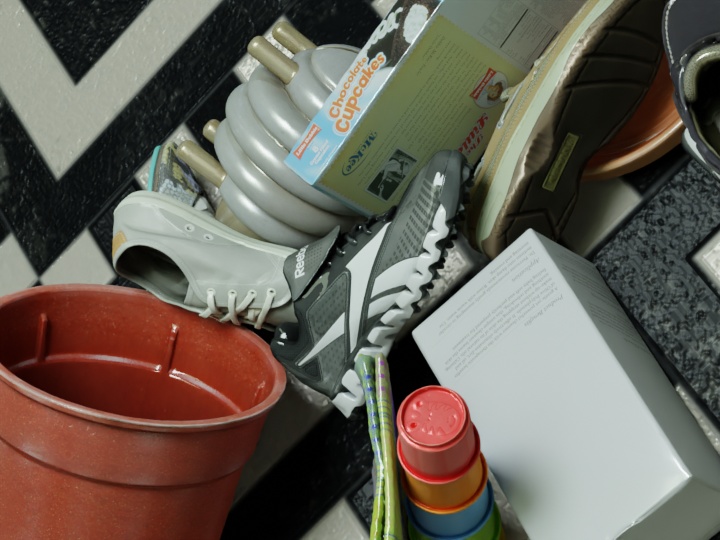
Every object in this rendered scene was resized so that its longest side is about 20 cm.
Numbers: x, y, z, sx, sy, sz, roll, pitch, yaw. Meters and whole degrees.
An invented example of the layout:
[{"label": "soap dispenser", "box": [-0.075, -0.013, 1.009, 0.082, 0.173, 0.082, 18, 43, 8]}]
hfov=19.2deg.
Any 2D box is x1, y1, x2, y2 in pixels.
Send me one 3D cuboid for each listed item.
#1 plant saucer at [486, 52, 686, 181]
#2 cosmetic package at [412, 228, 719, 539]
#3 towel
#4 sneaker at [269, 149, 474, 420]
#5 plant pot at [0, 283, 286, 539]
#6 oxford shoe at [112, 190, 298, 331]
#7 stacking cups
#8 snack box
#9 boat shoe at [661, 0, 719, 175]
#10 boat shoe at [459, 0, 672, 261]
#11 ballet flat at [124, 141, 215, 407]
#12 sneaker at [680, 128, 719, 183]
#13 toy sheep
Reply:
[{"label": "plant saucer", "box": [0.157, -0.152, 1.370, 0.200, 0.032, 0.200, -14, 65, 32]}, {"label": "cosmetic package", "box": [0.128, 0.087, 1.270, 0.108, 0.085, 0.200, -41, 55, 18]}, {"label": "towel", "box": [0.015, 0.145, 1.276, 0.023, 0.200, 0.144, -4, 68, 2]}, {"label": "sneaker", "box": [0.000, 0.000, 1.328, 0.090, 0.066, 0.200, 27, 121, -1]}, {"label": "plant pot", "box": [-0.166, 0.138, 1.381, 0.201, 0.201, 0.195, 32, 117, 39]}, {"label": "oxford shoe", "box": [-0.077, 0.012, 1.407, 0.200, 0.075, 0.058, 23, 54, 1]}, {"label": "stacking cups", "box": [0.055, 0.126, 1.236, 0.060, 0.200, 0.061, -2, 62, 3]}, {"label": "snack box", "box": [0.051, -0.122, 1.341, 0.200, 0.116, 0.037, -54, 49, 7]}, {"label": "boat shoe", "box": [0.213, -0.107, 1.220, 0.072, 0.065, 0.200, -32, 42, 20]}, {"label": "boat shoe", "box": [0.116, -0.102, 1.322, 0.200, 0.072, 0.076, -58, 40, 5]}, {"label": "ballet flat", "box": [-0.123, 0.008, 1.502, 0.072, 0.072, 0.200, -4, 71, 35]}, {"label": "sneaker", "box": [0.279, -0.058, 1.222, 0.115, 0.075, 0.200, -47, 52, 10]}, {"label": "toy sheep", "box": [-0.034, -0.088, 1.420, 0.200, 0.138, 0.138, -53, 50, 29]}]
